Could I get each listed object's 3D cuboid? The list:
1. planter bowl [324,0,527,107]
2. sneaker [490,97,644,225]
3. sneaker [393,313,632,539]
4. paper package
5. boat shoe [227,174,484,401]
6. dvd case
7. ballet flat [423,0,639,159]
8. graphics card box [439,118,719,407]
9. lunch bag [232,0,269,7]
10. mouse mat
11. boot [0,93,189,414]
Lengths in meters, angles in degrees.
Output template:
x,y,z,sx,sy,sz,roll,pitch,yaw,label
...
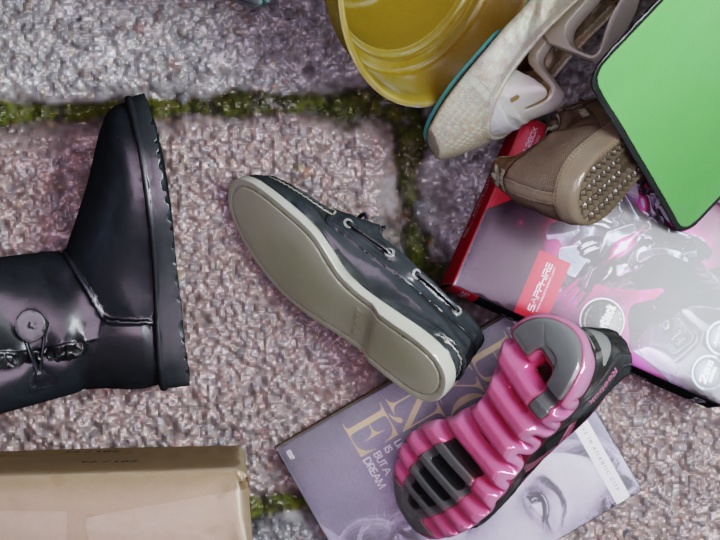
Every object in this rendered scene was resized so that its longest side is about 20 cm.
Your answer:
x,y,z,sx,sy,sz,roll,pitch,yaw,label
0.026,-0.211,1.707,0.083,0.200,0.201,20,93,39,planter bowl
0.160,-0.093,1.705,0.075,0.200,0.071,18,122,31,sneaker
0.102,0.102,1.725,0.200,0.095,0.079,-46,66,33,sneaker
-0.166,0.169,1.690,0.199,0.191,0.104,-2,91,-2,paper package
0.001,-0.001,1.746,0.199,0.075,0.066,39,53,19,boat shoe
0.065,0.132,1.783,0.199,0.016,0.149,-30,93,0,dvd case
0.118,-0.139,1.701,0.062,0.067,0.200,43,102,27,ballet flat
0.168,-0.005,1.755,0.199,0.051,0.126,25,83,-4,graphics card box
-0.062,-0.249,1.665,0.077,0.200,0.161,22,91,-3,lunch bag
0.225,-0.125,1.664,0.161,0.200,0.008,-46,52,-6,mouse mat
-0.202,-0.007,1.735,0.167,0.076,0.201,-6,99,-5,boot
